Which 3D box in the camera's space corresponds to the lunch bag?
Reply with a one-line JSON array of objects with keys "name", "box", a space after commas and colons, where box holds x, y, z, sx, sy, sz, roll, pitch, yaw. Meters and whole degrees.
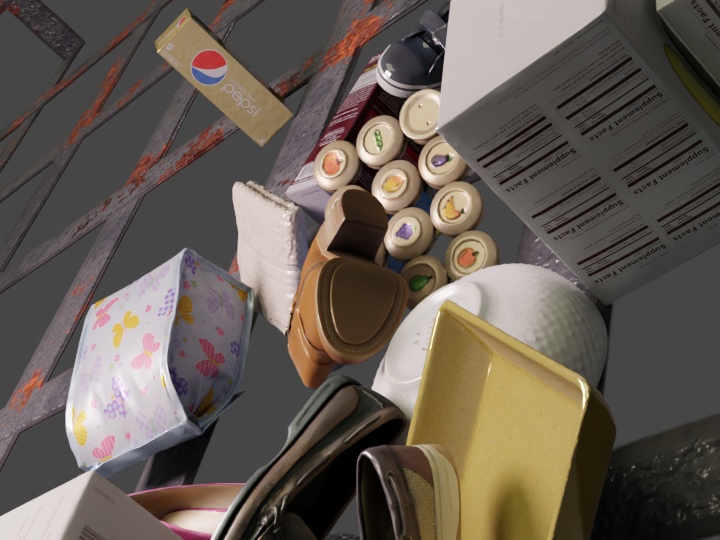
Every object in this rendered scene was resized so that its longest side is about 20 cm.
[{"name": "lunch bag", "box": [-0.205, 0.107, 1.314, 0.170, 0.127, 0.200, -29, 39, 33]}]

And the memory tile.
[{"name": "memory tile", "box": [0.037, -0.054, 1.149, 0.153, 0.017, 0.200, -25, 62, 21]}]

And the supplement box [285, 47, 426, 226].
[{"name": "supplement box", "box": [0.020, -0.123, 1.316, 0.061, 0.109, 0.200, -13, 40, 53]}]

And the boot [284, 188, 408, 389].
[{"name": "boot", "box": [-0.021, 0.046, 1.067, 0.200, 0.074, 0.155, -83, 15, -52]}]

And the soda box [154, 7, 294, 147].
[{"name": "soda box", "box": [-0.186, -0.263, 1.764, 0.068, 0.200, 0.064, -44, 24, 7]}]

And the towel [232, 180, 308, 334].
[{"name": "towel", "box": [-0.094, -0.017, 1.335, 0.034, 0.133, 0.200, -9, 14, -19]}]

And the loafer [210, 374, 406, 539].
[{"name": "loafer", "box": [-0.041, 0.163, 0.885, 0.063, 0.072, 0.200, 19, 67, 37]}]

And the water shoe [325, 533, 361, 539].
[{"name": "water shoe", "box": [-0.062, 0.242, 0.958, 0.200, 0.079, 0.071, -10, -3, 30]}]

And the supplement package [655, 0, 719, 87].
[{"name": "supplement package", "box": [0.297, -0.212, 0.928, 0.111, 0.156, 0.200, -33, 28, 30]}]

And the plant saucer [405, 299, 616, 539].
[{"name": "plant saucer", "box": [0.087, 0.137, 0.796, 0.200, 0.048, 0.200, -148, 68, -66]}]

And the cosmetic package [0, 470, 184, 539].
[{"name": "cosmetic package", "box": [-0.243, 0.297, 1.038, 0.200, 0.166, 0.167, -28, 30, 35]}]

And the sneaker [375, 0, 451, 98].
[{"name": "sneaker", "box": [0.103, -0.242, 1.288, 0.200, 0.078, 0.079, -26, -29, -24]}]

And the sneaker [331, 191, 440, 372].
[{"name": "sneaker", "box": [0.000, 0.000, 1.201, 0.066, 0.078, 0.200, 2, 55, 58]}]

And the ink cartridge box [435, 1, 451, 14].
[{"name": "ink cartridge box", "box": [0.062, -0.230, 1.506, 0.200, 0.037, 0.095, -50, 23, 0]}]

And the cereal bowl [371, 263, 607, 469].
[{"name": "cereal bowl", "box": [0.078, 0.070, 0.952, 0.200, 0.083, 0.200, -38, 25, 22]}]

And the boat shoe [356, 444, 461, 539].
[{"name": "boat shoe", "box": [0.023, 0.203, 0.777, 0.072, 0.065, 0.200, 148, 127, -61]}]

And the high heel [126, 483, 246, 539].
[{"name": "high heel", "box": [-0.112, 0.191, 1.067, 0.200, 0.096, 0.067, -27, 31, 39]}]

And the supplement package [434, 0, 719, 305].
[{"name": "supplement package", "box": [0.177, -0.125, 0.940, 0.147, 0.200, 0.191, -32, 28, 30]}]
